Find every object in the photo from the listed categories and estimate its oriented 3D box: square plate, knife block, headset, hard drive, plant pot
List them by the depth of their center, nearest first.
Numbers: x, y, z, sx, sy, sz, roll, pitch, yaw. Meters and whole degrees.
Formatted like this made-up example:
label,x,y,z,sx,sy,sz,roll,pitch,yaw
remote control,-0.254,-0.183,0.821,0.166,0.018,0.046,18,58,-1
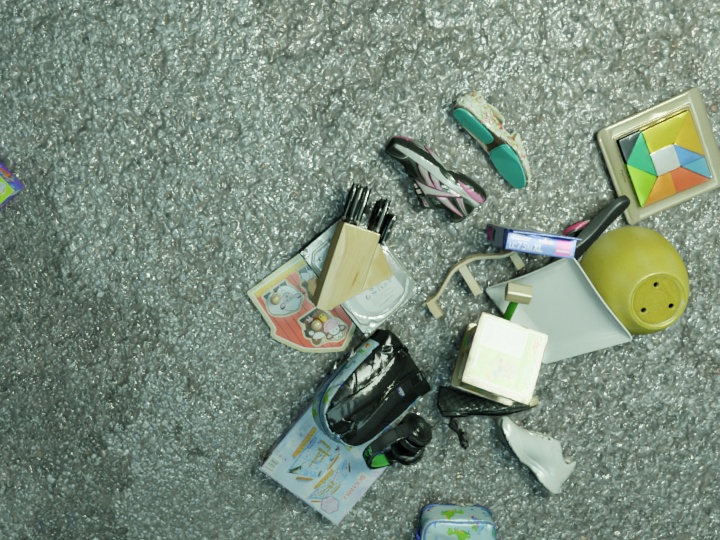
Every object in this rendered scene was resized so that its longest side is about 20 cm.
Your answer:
label,x,y,z,sx,sy,sz,roll,pitch,yaw
knife block,-0.024,-0.050,1.310,0.198,0.064,0.177,-27,101,-7
plant pot,0.504,0.033,1.351,0.197,0.142,0.203,0,104,-1
square plate,0.357,0.072,1.366,0.199,0.029,0.199,-25,110,45
hard drive,0.000,0.000,1.372,0.139,0.038,0.201,-39,102,-5
headset,0.102,0.325,1.401,0.198,0.095,0.124,-18,149,-22

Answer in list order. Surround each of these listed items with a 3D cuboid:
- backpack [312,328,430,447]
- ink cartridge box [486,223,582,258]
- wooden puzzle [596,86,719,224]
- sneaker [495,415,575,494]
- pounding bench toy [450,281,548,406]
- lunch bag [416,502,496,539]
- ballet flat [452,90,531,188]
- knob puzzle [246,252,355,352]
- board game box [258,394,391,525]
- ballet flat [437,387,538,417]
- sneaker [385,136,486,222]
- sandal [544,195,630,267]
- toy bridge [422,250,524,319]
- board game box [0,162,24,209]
label,x,y,z,sx,sy,sz,roll,pitch,yaw
backpack,0.005,0.229,1.384,0.164,0.153,0.200,53,59,-23
ink cartridge box,0.293,-0.051,1.294,0.118,0.200,0.043,8,94,-2
wooden puzzle,0.541,-0.201,1.345,0.198,0.037,0.187,-24,103,5
sneaker,0.339,0.345,1.475,0.087,0.074,0.200,-46,108,-2
pounding bench toy,0.257,0.130,1.371,0.123,0.156,0.203,18,79,2
lunch bag,0.187,0.568,1.515,0.158,0.083,0.203,1,105,-2
ballet flat,0.243,-0.234,1.318,0.200,0.075,0.064,47,66,-17
knob puzzle,-0.087,0.072,1.407,0.216,0.030,0.223,0,104,-2
board game box,-0.061,0.365,1.478,0.199,0.041,0.201,39,100,-10
ballet flat,0.245,0.249,1.446,0.197,0.067,0.058,-1,72,-5
sneaker,0.121,-0.153,1.332,0.199,0.080,0.087,36,112,-4
sandal,0.400,-0.067,1.365,0.200,0.075,0.045,-47,66,13
toy bridge,0.200,0.014,1.391,0.199,0.027,0.068,-31,102,12
board game box,-0.719,-0.131,1.335,0.199,0.045,0.135,-40,102,9
